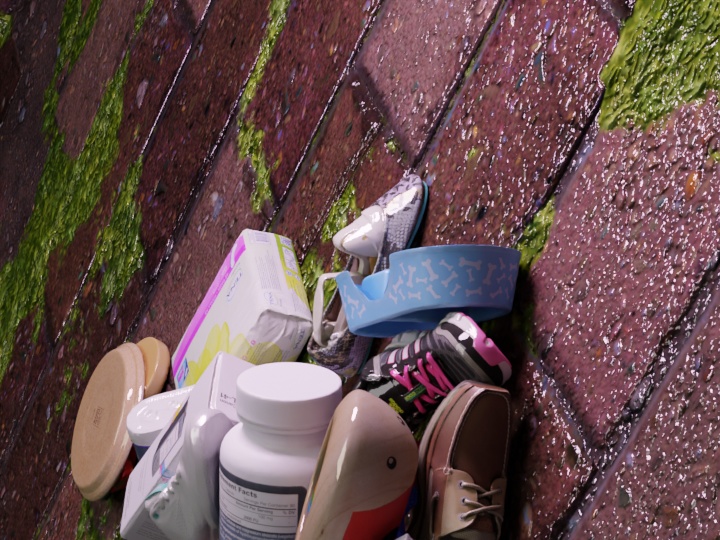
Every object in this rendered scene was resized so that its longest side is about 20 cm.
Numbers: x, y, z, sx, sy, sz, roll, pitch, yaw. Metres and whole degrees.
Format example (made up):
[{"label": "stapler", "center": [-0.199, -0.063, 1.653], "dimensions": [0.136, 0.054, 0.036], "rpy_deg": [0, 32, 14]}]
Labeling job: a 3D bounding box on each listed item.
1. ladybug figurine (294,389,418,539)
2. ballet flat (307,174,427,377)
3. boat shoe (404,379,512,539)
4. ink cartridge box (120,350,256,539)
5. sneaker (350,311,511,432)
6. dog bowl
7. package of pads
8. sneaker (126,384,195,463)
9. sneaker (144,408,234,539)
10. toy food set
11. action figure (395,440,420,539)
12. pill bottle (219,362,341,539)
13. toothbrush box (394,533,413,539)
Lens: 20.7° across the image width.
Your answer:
[{"label": "ladybug figurine", "center": [-0.003, 0.178, 1.545], "dimensions": [0.200, 0.072, 0.136], "rpy_deg": [109, 176, -50]}, {"label": "ballet flat", "center": [0.000, 0.000, 1.821], "dimensions": [0.201, 0.072, 0.072], "rpy_deg": [-69, 24, 7]}, {"label": "boat shoe", "center": [0.083, 0.187, 1.528], "dimensions": [0.074, 0.076, 0.200], "rpy_deg": [34, 113, 59]}, {"label": "ink cartridge box", "center": [-0.117, 0.188, 1.845], "dimensions": [0.200, 0.147, 0.086], "rpy_deg": [-53, 22, 35]}, {"label": "sneaker", "center": [0.052, 0.090, 1.607], "dimensions": [0.087, 0.074, 0.200], "rpy_deg": [-42, 10, -22]}, {"label": "dog bowl", "center": [0.056, 0.020, 1.647], "dimensions": [0.200, 0.111, 0.050], "rpy_deg": [-21, 69, 60]}, {"label": "package of pads", "center": [-0.125, 0.078, 2.035], "dimensions": [0.200, 0.068, 0.155], "rpy_deg": [-60, 27, 27]}, {"label": "sneaker", "center": [-0.122, 0.180, 1.963], "dimensions": [0.200, 0.147, 0.081], "rpy_deg": [-12, 38, 13]}, {"label": "sneaker", "center": [-0.152, 0.201, 1.763], "dimensions": [0.075, 0.088, 0.200], "rpy_deg": [-63, -23, -46]}, {"label": "toy food set", "center": [-0.291, 0.178, 2.350], "dimensions": [0.198, 0.049, 0.200], "rpy_deg": [-21, 56, 61]}, {"label": "action figure", "center": [-0.002, 0.236, 1.647], "dimensions": [0.099, 0.065, 0.200], "rpy_deg": [-12, 59, 25]}, {"label": "pill bottle", "center": [-0.062, 0.187, 1.696], "dimensions": [0.120, 0.119, 0.200], "rpy_deg": [-137, 46, -63]}, {"label": "toothbrush box", "center": [-0.027, 0.306, 1.470], "dimensions": [0.200, 0.085, 0.146], "rpy_deg": [-31, 19, 30]}]
